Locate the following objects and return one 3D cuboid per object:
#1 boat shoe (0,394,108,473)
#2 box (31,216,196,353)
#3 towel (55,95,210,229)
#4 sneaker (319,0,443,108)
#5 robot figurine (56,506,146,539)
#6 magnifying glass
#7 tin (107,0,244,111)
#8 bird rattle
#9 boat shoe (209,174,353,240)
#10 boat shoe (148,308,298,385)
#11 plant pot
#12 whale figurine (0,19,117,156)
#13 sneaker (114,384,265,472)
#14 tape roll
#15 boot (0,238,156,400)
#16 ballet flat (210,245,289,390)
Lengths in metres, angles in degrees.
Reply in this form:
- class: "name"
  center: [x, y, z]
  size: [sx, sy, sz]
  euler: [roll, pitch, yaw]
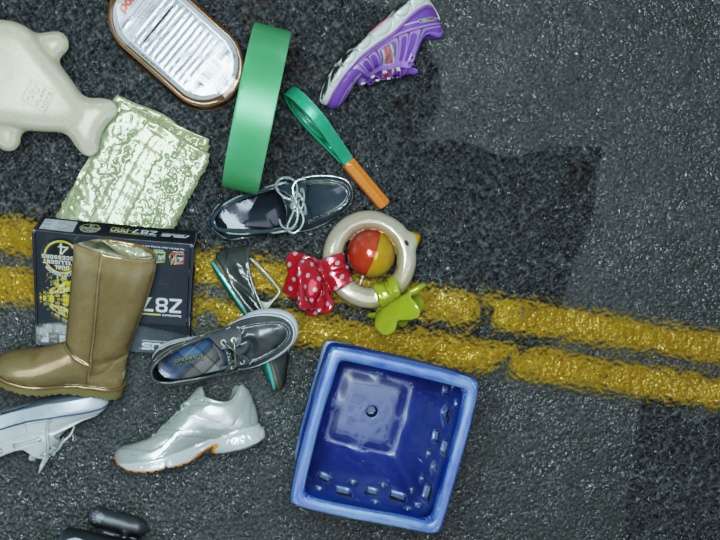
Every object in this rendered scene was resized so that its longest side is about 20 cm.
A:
- class: "boat shoe"
  center: [-0.417, 0.216, 1.098]
  size: [0.198, 0.075, 0.088]
  euler: [-15, 95, -4]
- class: "box"
  center: [-0.313, 0.022, 1.087]
  size: [0.196, 0.049, 0.164]
  euler: [6, 116, -8]
- class: "towel"
  center: [-0.295, -0.110, 1.110]
  size: [0.147, 0.036, 0.202]
  euler: [26, 90, -10]
- class: "sneaker"
  center: [0.031, -0.278, 1.123]
  size: [0.199, 0.081, 0.084]
  euler: [-40, 104, -4]
- class: "robot figurine"
  center: [-0.341, 0.406, 1.099]
  size: [0.197, 0.125, 0.152]
  euler: [14, 116, -8]
- class: "magnifying glass"
  center: [-0.030, -0.162, 1.130]
  size: [0.022, 0.080, 0.201]
  euler: [-42, 108, -7]
- class: "tin"
  center: [-0.238, -0.298, 1.105]
  size: [0.199, 0.042, 0.112]
  euler: [40, 84, -8]
- class: "bird rattle"
  center: [0.000, 0.000, 1.147]
  size: [0.197, 0.113, 0.166]
  euler: [19, 80, 4]
- class: "boat shoe"
  center: [-0.103, -0.085, 1.124]
  size: [0.196, 0.062, 0.076]
  euler: [-9, 93, -8]
- class: "boat shoe"
  center: [-0.175, 0.101, 1.069]
  size: [0.196, 0.066, 0.071]
  euler: [-12, 103, 4]
- class: "plant pot"
  center: [0.019, 0.200, 1.103]
  size: [0.197, 0.180, 0.204]
  euler: [14, 91, -8]
- class: "whale figurine"
  center: [-0.406, -0.222, 1.059]
  size: [0.198, 0.104, 0.161]
  euler: [26, 91, -18]
- class: "sneaker"
  center: [-0.231, 0.206, 1.130]
  size: [0.197, 0.076, 0.094]
  euler: [-13, 88, -14]
- class: "tape roll"
  center: [-0.128, -0.197, 1.043]
  size: [0.047, 0.200, 0.204]
  euler: [12, 92, -7]
- class: "boot"
  center: [-0.353, 0.055, 1.040]
  size: [0.172, 0.066, 0.203]
  euler: [7, 116, -22]
- class: "ballet flat"
  center: [-0.129, 0.058, 1.131]
  size: [0.068, 0.068, 0.203]
  euler: [-27, 98, -14]
